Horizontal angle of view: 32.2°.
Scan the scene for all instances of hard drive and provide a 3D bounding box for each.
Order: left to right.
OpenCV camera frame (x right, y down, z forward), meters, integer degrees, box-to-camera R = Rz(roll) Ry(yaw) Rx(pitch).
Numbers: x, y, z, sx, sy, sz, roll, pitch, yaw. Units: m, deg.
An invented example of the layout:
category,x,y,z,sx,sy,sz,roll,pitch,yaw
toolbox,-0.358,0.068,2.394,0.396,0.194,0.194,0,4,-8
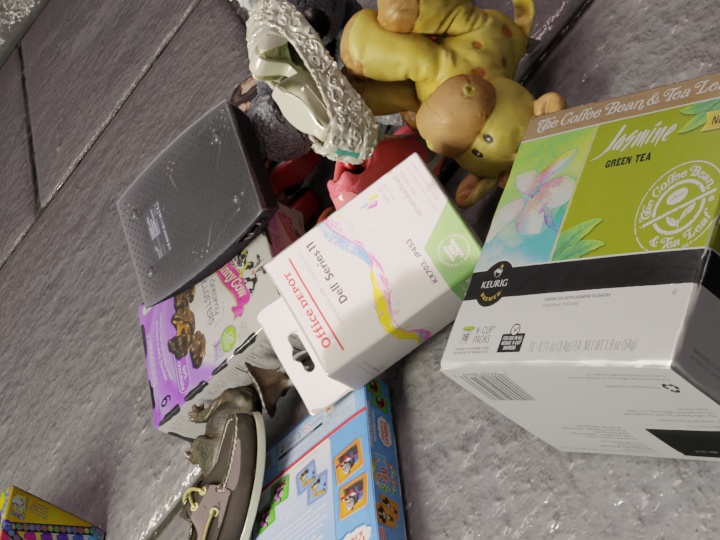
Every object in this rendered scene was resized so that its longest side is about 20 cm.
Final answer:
category,x,y,z,sx,sy,sz,roll,pitch,yaw
hard drive,-0.160,-0.061,1.223,0.200,0.042,0.136,-36,65,38

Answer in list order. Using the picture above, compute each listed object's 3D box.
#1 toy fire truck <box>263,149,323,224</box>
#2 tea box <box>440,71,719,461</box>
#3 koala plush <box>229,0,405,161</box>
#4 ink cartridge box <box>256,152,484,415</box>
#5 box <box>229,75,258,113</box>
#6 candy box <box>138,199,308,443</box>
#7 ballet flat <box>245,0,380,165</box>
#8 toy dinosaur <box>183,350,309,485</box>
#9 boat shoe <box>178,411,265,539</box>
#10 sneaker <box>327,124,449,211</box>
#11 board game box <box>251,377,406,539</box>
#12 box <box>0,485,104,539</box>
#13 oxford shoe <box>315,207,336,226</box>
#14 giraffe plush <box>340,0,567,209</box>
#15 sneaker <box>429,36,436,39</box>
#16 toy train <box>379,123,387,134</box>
category,x,y,z,sx,sy,sz,roll,pitch,yaw
toy fire truck,-0.105,-0.109,1.376,0.199,0.112,0.168,-27,21,40
tea box,0.184,0.003,0.780,0.199,0.133,0.198,-8,54,54
koala plush,-0.054,-0.247,1.219,0.176,0.201,0.185,-19,43,0
ink cartridge box,0.003,0.014,1.018,0.199,0.067,0.118,-37,66,7
box,-0.086,-0.214,1.495,0.199,0.049,0.083,-22,44,46
candy box,-0.129,0.047,1.250,0.200,0.071,0.169,-43,42,24
ballet flat,-0.056,-0.169,1.081,0.072,0.072,0.200,-47,61,16
toy dinosaur,-0.123,0.158,1.141,0.201,0.077,0.102,-63,11,-29
boat shoe,-0.124,0.216,1.053,0.072,0.060,0.203,155,126,-72
sneaker,0.023,-0.099,1.140,0.073,0.087,0.201,-25,23,29
board game box,-0.030,0.199,1.008,0.151,0.036,0.201,-41,31,26
box,-0.382,0.366,1.288,0.199,0.122,0.194,-36,34,31
oxford shoe,0.000,0.000,1.154,0.072,0.072,0.201,-16,34,7
giraffe plush,0.089,-0.146,1.072,0.173,0.198,0.163,105,155,-50
sneaker,0.069,-0.240,1.285,0.201,0.078,0.096,-102,25,-45
toy train,-0.036,-0.195,1.345,0.200,0.056,0.042,51,150,37
